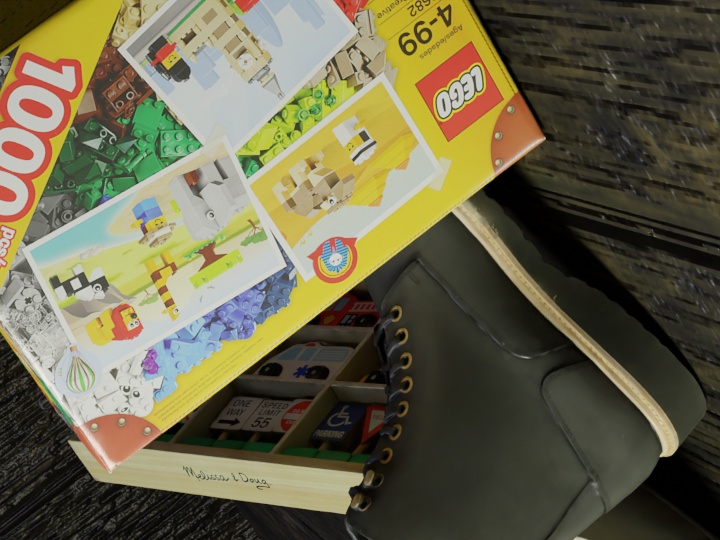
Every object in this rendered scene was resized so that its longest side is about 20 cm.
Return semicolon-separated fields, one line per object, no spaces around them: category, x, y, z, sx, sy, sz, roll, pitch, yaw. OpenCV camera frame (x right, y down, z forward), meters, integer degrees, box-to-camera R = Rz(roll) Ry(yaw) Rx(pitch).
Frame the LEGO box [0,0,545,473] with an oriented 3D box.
LEGO box;-0.059;-0.053;0.782;0.149;0.200;0.077;57;169;-27

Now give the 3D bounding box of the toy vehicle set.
toy vehicle set;-0.024;0.049;0.973;0.200;0.124;0.027;1;131;44

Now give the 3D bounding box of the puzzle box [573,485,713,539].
puzzle box;0.083;0.098;0.969;0.133;0.025;0.200;20;-170;-34

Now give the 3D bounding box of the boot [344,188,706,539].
boot;0.015;0.039;0.854;0.200;0.138;0.078;37;161;20
